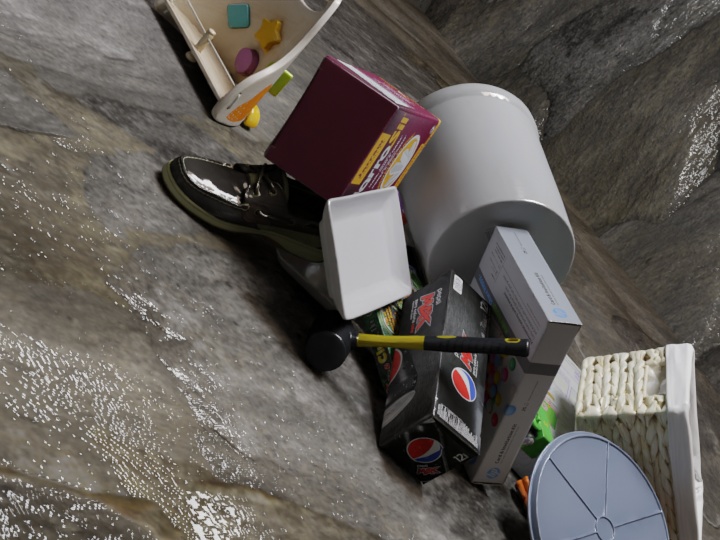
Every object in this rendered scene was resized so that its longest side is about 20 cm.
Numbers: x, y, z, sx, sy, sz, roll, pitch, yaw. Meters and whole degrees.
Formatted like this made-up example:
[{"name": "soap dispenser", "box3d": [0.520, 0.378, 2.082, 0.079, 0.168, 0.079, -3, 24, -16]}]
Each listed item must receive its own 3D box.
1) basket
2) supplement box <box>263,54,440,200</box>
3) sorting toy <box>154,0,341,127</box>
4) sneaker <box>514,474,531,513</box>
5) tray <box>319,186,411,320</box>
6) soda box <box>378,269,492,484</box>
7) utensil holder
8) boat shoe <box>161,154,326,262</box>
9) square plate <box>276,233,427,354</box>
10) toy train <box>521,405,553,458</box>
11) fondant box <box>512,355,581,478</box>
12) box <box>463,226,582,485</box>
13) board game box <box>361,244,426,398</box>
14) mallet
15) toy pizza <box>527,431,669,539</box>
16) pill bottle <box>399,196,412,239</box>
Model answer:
[{"name": "basket", "box3d": [0.304, 0.196, 1.654, 0.136, 0.122, 0.201, -66, 150, -58]}, {"name": "supplement box", "box3d": [-0.003, -0.127, 1.454, 0.085, 0.111, 0.200, 36, 10, 10]}, {"name": "sorting toy", "box3d": [-0.107, -0.273, 1.689, 0.107, 0.180, 0.201, 31, 24, -50]}, {"name": "sneaker", "box3d": [0.250, 0.268, 1.585, 0.200, 0.078, 0.075, 42, 17, -26]}, {"name": "tray", "box3d": [0.003, -0.018, 1.409, 0.200, 0.022, 0.108, -18, 102, -70]}, {"name": "soda box", "box3d": [0.072, 0.095, 1.406, 0.063, 0.071, 0.201, 43, 33, -24]}, {"name": "utensil holder", "box3d": [0.127, -0.071, 1.608, 0.170, 0.170, 0.201, 39, 24, -35]}, {"name": "boat shoe", "box3d": [-0.089, -0.069, 1.402, 0.200, 0.066, 0.072, 23, 37, -36]}, {"name": "square plate", "box3d": [0.000, 0.000, 1.538, 0.200, 0.028, 0.199, 44, 32, -17]}, {"name": "toy train", "box3d": [0.165, 0.109, 1.593, 0.056, 0.042, 0.201, 43, 27, -37]}, {"name": "fondant box", "box3d": [0.186, 0.138, 1.696, 0.144, 0.058, 0.200, 47, 25, -9]}, {"name": "box", "box3d": [0.136, 0.083, 1.493, 0.041, 0.201, 0.156, 7, 34, -22]}, {"name": "board game box", "box3d": [0.043, 0.058, 1.492, 0.104, 0.023, 0.201, 18, 47, -49]}, {"name": "mallet", "box3d": [0.047, 0.067, 1.338, 0.066, 0.198, 0.041, -50, 142, -67]}, {"name": "toy pizza", "box3d": [0.231, 0.259, 1.504, 0.199, 0.032, 0.202, 19, 58, -34]}, {"name": "pill bottle", "box3d": [0.023, -0.110, 1.803, 0.200, 0.111, 0.111, 54, 15, 19]}]
